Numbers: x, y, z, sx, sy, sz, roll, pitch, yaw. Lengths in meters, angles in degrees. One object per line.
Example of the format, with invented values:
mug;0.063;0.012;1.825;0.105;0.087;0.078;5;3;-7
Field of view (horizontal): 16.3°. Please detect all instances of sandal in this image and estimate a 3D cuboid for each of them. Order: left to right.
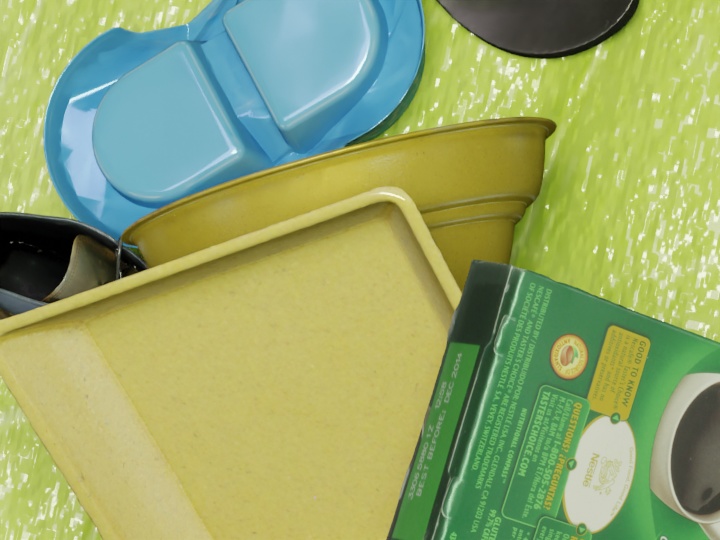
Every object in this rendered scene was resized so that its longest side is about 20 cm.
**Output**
sandal;0.041;-0.167;1.196;0.200;0.045;0.075;35;92;17

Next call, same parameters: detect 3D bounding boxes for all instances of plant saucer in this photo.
plant saucer;-0.024;0.064;1.045;0.199;0.049;0.200;-19;116;21

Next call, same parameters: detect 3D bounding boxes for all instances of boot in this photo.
boot;-0.107;0.030;1.171;0.199;0.097;0.075;20;78;23

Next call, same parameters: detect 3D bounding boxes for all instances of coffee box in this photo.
coffee box;0.116;0.084;0.993;0.199;0.044;0.123;19;86;-27

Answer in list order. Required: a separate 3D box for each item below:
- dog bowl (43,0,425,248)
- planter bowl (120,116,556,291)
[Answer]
dog bowl;-0.055;-0.086;1.209;0.200;0.050;0.112;-31;75;10
planter bowl;0.000;0.000;1.108;0.200;0.200;0.084;-15;84;13
